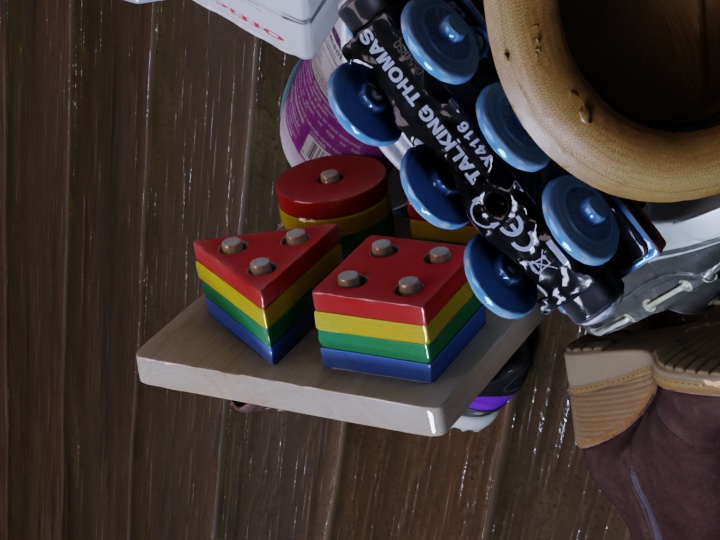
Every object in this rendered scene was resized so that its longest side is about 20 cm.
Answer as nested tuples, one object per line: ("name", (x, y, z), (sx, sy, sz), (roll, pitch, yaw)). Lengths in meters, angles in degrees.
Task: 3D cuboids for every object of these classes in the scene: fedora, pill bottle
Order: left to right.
("pill bottle", (0.025, -0.133, 1.127), (0.113, 0.111, 0.200), (65, 151, 23))
("fedora", (0.136, -0.135, 0.847), (0.082, 0.198, 0.203), (-148, 49, -74))

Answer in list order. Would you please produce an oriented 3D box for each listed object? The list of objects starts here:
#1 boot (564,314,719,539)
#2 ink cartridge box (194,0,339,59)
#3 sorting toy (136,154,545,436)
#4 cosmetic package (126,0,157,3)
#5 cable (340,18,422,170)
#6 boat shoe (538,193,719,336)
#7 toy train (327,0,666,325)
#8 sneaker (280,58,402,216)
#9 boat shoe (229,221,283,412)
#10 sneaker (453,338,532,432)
("boot", (0.194, 0.112, 0.977), (0.199, 0.072, 0.168), (-4, 110, 62))
("ink cartridge box", (-0.069, -0.197, 0.944), (0.145, 0.085, 0.200), (30, 172, 3))
("sorting toy", (0.000, 0.000, 1.051), (0.197, 0.200, 0.070), (8, 121, 29))
("cosmetic package", (-0.168, -0.322, 1.417), (0.199, 0.122, 0.202), (25, 122, 58))
("cable", (0.085, -0.124, 0.966), (0.198, 0.069, 0.202), (25, 124, 17))
("boat shoe", (0.171, -0.015, 0.953), (0.064, 0.071, 0.199), (47, 147, -12))
("toy train", (0.070, -0.069, 0.889), (0.201, 0.114, 0.087), (51, 131, -3))
("sneaker", (-0.008, -0.051, 1.276), (0.131, 0.079, 0.202), (80, -176, -58))
("boat shoe", (-0.060, 0.035, 1.421), (0.071, 0.070, 0.202), (53, 143, 41))
("sneaker", (0.020, 0.033, 1.148), (0.100, 0.198, 0.070), (134, 149, -55))
